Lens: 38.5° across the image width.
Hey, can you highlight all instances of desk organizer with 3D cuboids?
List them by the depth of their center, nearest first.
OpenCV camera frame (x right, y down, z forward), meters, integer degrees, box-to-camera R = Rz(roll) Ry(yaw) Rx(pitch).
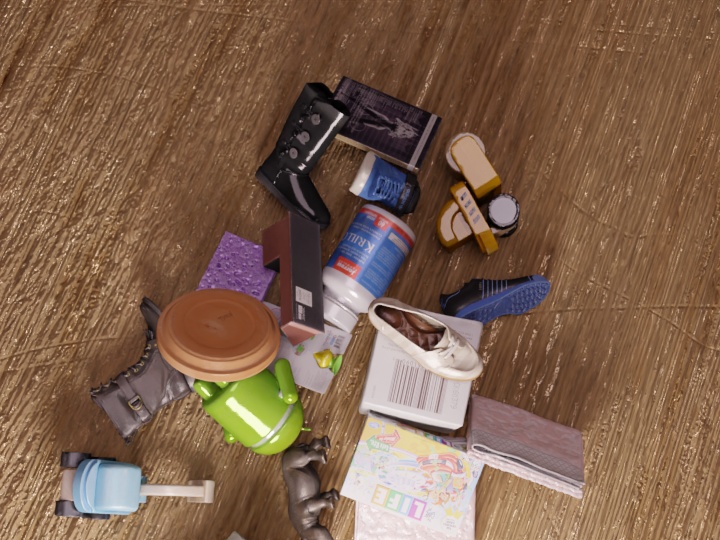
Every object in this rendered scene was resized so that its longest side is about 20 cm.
[{"bbox_3d":[-0.113,0.016,1.711,0.071,0.076,0.203,22,53,-40],"label":"desk organizer"}]

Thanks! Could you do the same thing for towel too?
[{"bbox_3d":[0.267,0.277,1.670,0.197,0.191,0.033,20,110,1],"label":"towel"},{"bbox_3d":[0.091,0.364,1.679,0.196,0.032,0.195,2,95,0],"label":"towel"}]

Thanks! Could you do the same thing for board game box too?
[{"bbox_3d":[0.082,0.321,1.631,0.197,0.034,0.136,20,98,-2],"label":"board game box"}]

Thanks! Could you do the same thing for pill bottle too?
[{"bbox_3d":[0.000,0.000,1.747,0.111,0.112,0.202,30,78,4],"label":"pill bottle"}]

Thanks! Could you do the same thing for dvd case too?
[{"bbox_3d":[0.033,-0.260,1.824,0.197,0.016,0.150,23,49,3],"label":"dvd case"}]

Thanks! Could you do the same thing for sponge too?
[{"bbox_3d":[-0.220,0.038,1.749,0.110,0.030,0.202,22,64,2],"label":"sponge"}]

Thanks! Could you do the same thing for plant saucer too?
[{"bbox_3d":[-0.225,0.094,1.642,0.197,0.033,0.202,7,39,-6],"label":"plant saucer"}]

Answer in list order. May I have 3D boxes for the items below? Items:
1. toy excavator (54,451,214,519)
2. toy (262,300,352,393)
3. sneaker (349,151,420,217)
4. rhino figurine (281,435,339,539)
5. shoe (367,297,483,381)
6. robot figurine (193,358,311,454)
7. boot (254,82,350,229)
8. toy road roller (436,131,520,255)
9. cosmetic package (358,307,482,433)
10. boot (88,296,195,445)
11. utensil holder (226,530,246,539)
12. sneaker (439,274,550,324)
[{"bbox_3d":[-0.358,0.351,1.650,0.197,0.194,0.102,-2,75,26],"label":"toy excavator"},{"bbox_3d":[-0.122,0.132,1.738,0.197,0.047,0.116,17,63,20],"label":"toy"},{"bbox_3d":[0.049,-0.141,1.741,0.110,0.200,0.078,29,97,4],"label":"sneaker"},{"bbox_3d":[-0.080,0.377,1.684,0.086,0.060,0.204,-13,78,15],"label":"rhino figurine"},{"bbox_3d":[0.097,0.104,1.552,0.198,0.053,0.071,30,79,4],"label":"shoe"},{"bbox_3d":[-0.174,0.215,1.664,0.200,0.116,0.175,43,122,-17],"label":"robot figurine"},{"bbox_3d":[-0.073,-0.195,1.760,0.164,0.066,0.201,39,113,7],"label":"boot"},{"bbox_3d":[0.181,-0.120,1.782,0.145,0.123,0.202,-29,81,3],"label":"toy road roller"},{"bbox_3d":[0.093,0.161,1.670,0.162,0.200,0.168,13,78,0],"label":"cosmetic package"},{"bbox_3d":[-0.372,0.164,1.715,0.172,0.069,0.202,-29,82,-9],"label":"boot"},{"bbox_3d":[-0.200,0.533,1.593,0.169,0.170,0.201,38,75,6],"label":"utensil holder"},{"bbox_3d":[0.230,0.039,1.773,0.197,0.071,0.078,-18,45,-22],"label":"sneaker"}]
